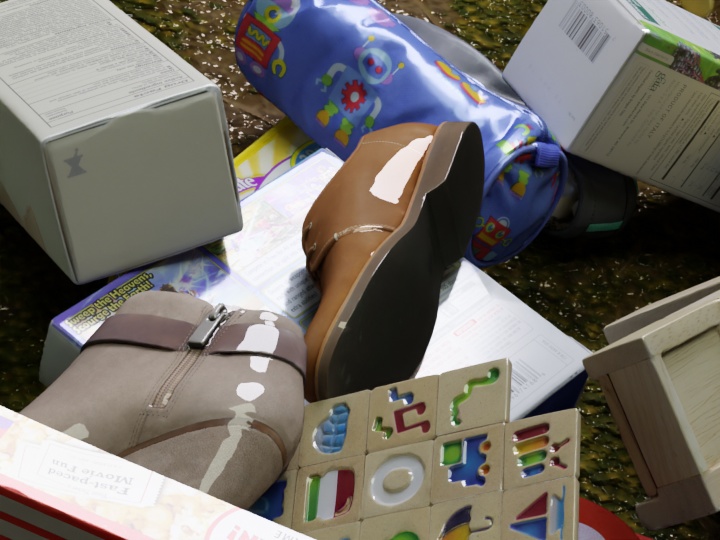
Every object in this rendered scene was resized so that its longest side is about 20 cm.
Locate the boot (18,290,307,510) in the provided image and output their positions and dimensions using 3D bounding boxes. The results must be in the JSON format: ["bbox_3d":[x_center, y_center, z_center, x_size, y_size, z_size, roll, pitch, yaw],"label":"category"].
[{"bbox_3d":[-0.122,0.070,1.223,0.199,0.070,0.147,8,47,18],"label":"boot"}]

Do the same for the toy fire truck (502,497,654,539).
[{"bbox_3d":[0.130,0.182,1.183,0.167,0.112,0.200,6,36,-28],"label":"toy fire truck"}]

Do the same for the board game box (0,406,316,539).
[{"bbox_3d":[-0.088,0.151,1.101,0.199,0.152,0.046,21,35,10],"label":"board game box"}]

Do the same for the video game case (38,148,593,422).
[{"bbox_3d":[-0.019,0.047,1.330,0.181,0.046,0.200,39,48,20],"label":"video game case"}]

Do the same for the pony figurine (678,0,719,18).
[{"bbox_3d":[0.276,-0.177,1.715,0.200,0.166,0.194,-30,87,-50],"label":"pony figurine"}]

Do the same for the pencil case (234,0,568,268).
[{"bbox_3d":[0.020,-0.089,1.483,0.200,0.087,0.078,41,22,26],"label":"pencil case"}]

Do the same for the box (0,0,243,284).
[{"bbox_3d":[-0.138,-0.072,1.386,0.095,0.078,0.200,-18,26,-16],"label":"box"}]

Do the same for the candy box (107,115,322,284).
[{"bbox_3d":[-0.037,-0.020,1.461,0.102,0.027,0.200,27,37,15],"label":"candy box"}]

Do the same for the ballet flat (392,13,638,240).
[{"bbox_3d":[0.061,-0.077,1.543,0.200,0.073,0.073,35,40,22],"label":"ballet flat"}]

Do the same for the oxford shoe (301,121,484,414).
[{"bbox_3d":[0.000,0.000,1.315,0.071,0.072,0.200,4,36,18],"label":"oxford shoe"}]

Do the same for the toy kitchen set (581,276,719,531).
[{"bbox_3d":[0.165,0.095,1.282,0.200,0.180,0.164,-23,89,-42],"label":"toy kitchen set"}]

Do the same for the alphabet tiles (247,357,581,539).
[{"bbox_3d":[0.000,0.120,1.174,0.199,0.006,0.167,-14,50,24],"label":"alphabet tiles"}]

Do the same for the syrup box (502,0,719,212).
[{"bbox_3d":[0.182,-0.089,1.530,0.199,0.082,0.079,18,24,-39],"label":"syrup box"}]
